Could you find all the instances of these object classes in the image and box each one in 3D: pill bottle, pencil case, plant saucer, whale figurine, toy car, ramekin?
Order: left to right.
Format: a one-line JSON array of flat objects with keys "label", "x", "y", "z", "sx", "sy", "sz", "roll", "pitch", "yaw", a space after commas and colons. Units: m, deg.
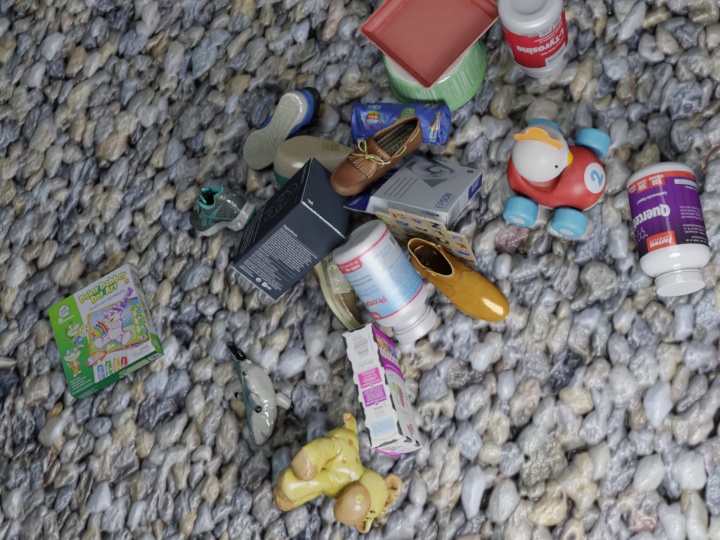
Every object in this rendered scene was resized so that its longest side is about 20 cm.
[{"label": "whale figurine", "x": -0.067, "y": -0.189, "z": 1.712, "sx": 0.196, "sy": 0.105, "sz": 0.160, "roll": 0, "pitch": 34, "yaw": -3}, {"label": "pill bottle", "x": 0.046, "y": 0.022, "z": 1.551, "sx": 0.108, "sy": 0.109, "sz": 0.201, "roll": -34, "pitch": 105, "yaw": 4}, {"label": "pencil case", "x": 0.072, "y": -0.273, "z": 1.695, "sx": 0.196, "sy": 0.078, "sz": 0.088, "roll": 4, "pitch": 62, "yaw": 19}, {"label": "plant saucer", "x": 0.130, "y": -0.449, "z": 1.647, "sx": 0.200, "sy": 0.037, "sz": 0.200, "roll": -45, "pitch": 66, "yaw": 1}, {"label": "ramekin", "x": 0.136, "y": -0.407, "z": 1.706, "sx": 0.196, "sy": 0.098, "sz": 0.204, "roll": -6, "pitch": 71, "yaw": 17}, {"label": "pill bottle", "x": 0.311, "y": -0.429, "z": 1.600, "sx": 0.110, "sy": 0.200, "sz": 0.115, "roll": -5, "pitch": 71, "yaw": 16}, {"label": "toy car", "x": 0.324, "y": -0.184, "z": 1.519, "sx": 0.174, "sy": 0.200, "sz": 0.188, "roll": 15, "pitch": 78, "yaw": 21}, {"label": "pill bottle", "x": 0.505, "y": -0.067, "z": 1.472, "sx": 0.110, "sy": 0.112, "sz": 0.204, "roll": -9, "pitch": 70, "yaw": 15}]

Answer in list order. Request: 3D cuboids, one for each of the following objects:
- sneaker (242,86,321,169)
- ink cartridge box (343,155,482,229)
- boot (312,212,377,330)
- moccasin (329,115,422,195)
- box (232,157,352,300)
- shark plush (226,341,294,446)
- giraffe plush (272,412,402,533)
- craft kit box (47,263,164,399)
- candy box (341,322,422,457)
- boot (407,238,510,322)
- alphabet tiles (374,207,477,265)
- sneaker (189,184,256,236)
[{"label": "sneaker", "x": -0.148, "y": -0.283, "z": 1.780, "sx": 0.077, "sy": 0.111, "sz": 0.200, "roll": 45, "pitch": 125, "yaw": 7}, {"label": "ink cartridge box", "x": 0.096, "y": -0.146, "z": 1.602, "sx": 0.196, "sy": 0.041, "sz": 0.200, "roll": 13, "pitch": 33, "yaw": 20}, {"label": "boot", "x": 0.000, "y": 0.000, "z": 1.635, "sx": 0.153, "sy": 0.072, "sz": 0.202, "roll": -31, "pitch": 63, "yaw": 10}, {"label": "moccasin", "x": 0.029, "y": -0.205, "z": 1.590, "sx": 0.199, "sy": 0.078, "sz": 0.074, "roll": -31, "pitch": 69, "yaw": -13}, {"label": "box", "x": -0.119, "y": -0.074, "z": 1.610, "sx": 0.199, "sy": 0.107, "sz": 0.150, "roll": -40, "pitch": 24, "yaw": 30}, {"label": "shark plush", "x": -0.211, "y": 0.216, "z": 1.644, "sx": 0.201, "sy": 0.090, "sz": 0.084, "roll": 53, "pitch": 123, "yaw": 19}, {"label": "giraffe plush", "x": -0.027, "y": 0.359, "z": 1.507, "sx": 0.162, "sy": 0.173, "sz": 0.199, "roll": 45, "pitch": 57, "yaw": 14}, {"label": "craft kit box", "x": -0.506, "y": 0.120, "z": 1.781, "sx": 0.198, "sy": 0.049, "sz": 0.200, "roll": -29, "pitch": 64, "yaw": 7}, {"label": "candy box", "x": 0.037, "y": 0.205, "z": 1.526, "sx": 0.060, "sy": 0.136, "sz": 0.203, "roll": -21, "pitch": 67, "yaw": 11}, {"label": "boot", "x": 0.164, "y": 0.019, "z": 1.526, "sx": 0.200, "sy": 0.144, "sz": 0.071, "roll": 34, "pitch": 90, "yaw": 12}, {"label": "alphabet tiles", "x": 0.115, "y": -0.055, "z": 1.547, "sx": 0.164, "sy": 0.200, "sz": 0.006, "roll": 16, "pitch": 75, "yaw": 22}, {"label": "sneaker", "x": -0.281, "y": -0.125, "z": 1.723, "sx": 0.198, "sy": 0.091, "sz": 0.078, "roll": -8, "pitch": 47, "yaw": 49}]
